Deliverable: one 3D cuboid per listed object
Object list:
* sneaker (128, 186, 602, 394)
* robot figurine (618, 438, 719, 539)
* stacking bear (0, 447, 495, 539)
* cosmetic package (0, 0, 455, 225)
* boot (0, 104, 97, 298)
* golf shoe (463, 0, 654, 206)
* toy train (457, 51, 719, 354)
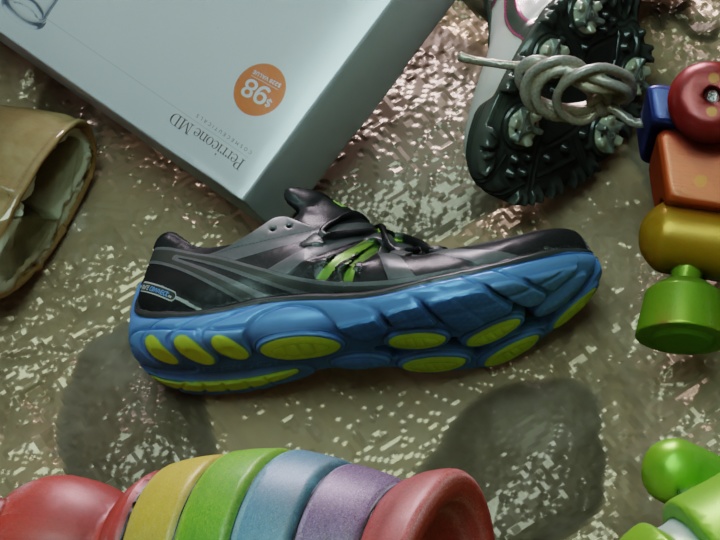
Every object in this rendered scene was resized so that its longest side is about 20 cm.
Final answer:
[{"bbox_3d":[0.000,0.000,1.206,0.199,0.071,0.083,-6,61,12],"label":"sneaker"},{"bbox_3d":[0.170,0.120,1.061,0.200,0.116,0.176,-28,50,-8],"label":"robot figurine"},{"bbox_3d":[-0.058,0.123,1.117,0.199,0.122,0.114,3,59,23],"label":"stacking bear"},{"bbox_3d":[-0.070,-0.131,1.296,0.200,0.052,0.151,34,87,28],"label":"cosmetic package"},{"bbox_3d":[-0.242,-0.023,1.278,0.200,0.066,0.175,16,61,20],"label":"boot"},{"bbox_3d":[0.086,-0.110,1.276,0.088,0.077,0.200,3,54,41],"label":"golf shoe"},{"bbox_3d":[0.130,-0.019,1.175,0.199,0.085,0.116,9,71,3],"label":"toy train"}]
